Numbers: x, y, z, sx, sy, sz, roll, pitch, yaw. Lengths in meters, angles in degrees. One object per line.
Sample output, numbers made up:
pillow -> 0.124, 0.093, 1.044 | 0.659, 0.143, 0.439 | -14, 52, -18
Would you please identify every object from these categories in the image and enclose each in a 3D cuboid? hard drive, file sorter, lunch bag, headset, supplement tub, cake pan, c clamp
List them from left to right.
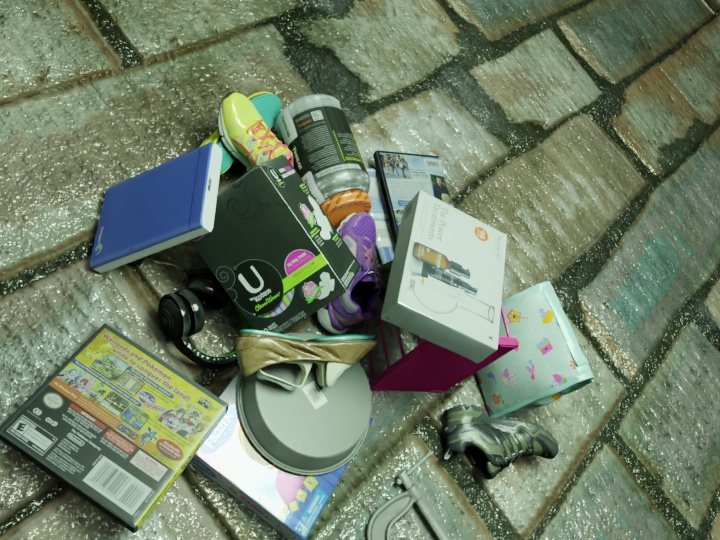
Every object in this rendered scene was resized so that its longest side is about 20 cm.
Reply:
hard drive -> -0.274, -0.083, 0.900 | 0.025, 0.198, 0.133 | 39, 42, -48
headset -> -0.237, 0.045, 0.937 | 0.201, 0.094, 0.124 | 53, 46, -14
cake pan -> -0.068, 0.172, 0.917 | 0.198, 0.037, 0.202 | 14, 57, -23
supplement tub -> -0.058, -0.177, 1.114 | 0.122, 0.123, 0.202 | -8, 68, -32
c clamp -> 0.095, 0.381, 0.952 | 0.170, 0.027, 0.201 | -21, 75, -36
file sorter -> 0.110, 0.090, 1.014 | 0.138, 0.200, 0.127 | 6, 60, -27
lunch bag -> 0.275, 0.130, 1.085 | 0.121, 0.200, 0.172 | -5, 66, -31

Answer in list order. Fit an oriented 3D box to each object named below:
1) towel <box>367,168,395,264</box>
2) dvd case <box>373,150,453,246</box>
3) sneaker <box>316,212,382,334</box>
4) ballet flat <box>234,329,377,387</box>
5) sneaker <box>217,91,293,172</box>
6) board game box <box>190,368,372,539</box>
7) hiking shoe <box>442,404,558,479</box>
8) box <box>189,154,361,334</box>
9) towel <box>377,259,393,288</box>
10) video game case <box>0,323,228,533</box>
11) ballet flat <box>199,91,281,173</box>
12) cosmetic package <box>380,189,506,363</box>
towel -> 0.077, -0.096, 1.210 | 0.146, 0.024, 0.202 | -2, 66, -30
dvd case -> 0.105, -0.124, 1.214 | 0.141, 0.018, 0.202 | 0, 66, -29
sneaker -> 0.000, 0.000, 1.045 | 0.080, 0.088, 0.202 | 27, 64, -33
ballet flat -> -0.070, 0.118, 0.888 | 0.198, 0.068, 0.073 | 5, 81, -28
sneaker -> -0.145, -0.186, 1.043 | 0.078, 0.090, 0.201 | -47, 120, -38
board game box -> -0.109, 0.223, 0.915 | 0.199, 0.041, 0.201 | 39, 51, -5
hiking shoe -> 0.217, 0.282, 1.059 | 0.198, 0.076, 0.102 | 17, 65, -10
box -> -0.120, -0.033, 0.932 | 0.201, 0.148, 0.124 | 56, 16, -7
towel -> 0.108, 0.003, 1.064 | 0.147, 0.200, 0.037 | 5, 77, -27
video game case -> -0.293, 0.182, 0.816 | 0.199, 0.026, 0.181 | 31, 52, 7
ballet flat -> -0.206, -0.226, 1.094 | 0.201, 0.067, 0.067 | -57, 134, -35
cosmetic package -> 0.119, 0.005, 0.912 | 0.150, 0.052, 0.201 | 26, 51, -15
